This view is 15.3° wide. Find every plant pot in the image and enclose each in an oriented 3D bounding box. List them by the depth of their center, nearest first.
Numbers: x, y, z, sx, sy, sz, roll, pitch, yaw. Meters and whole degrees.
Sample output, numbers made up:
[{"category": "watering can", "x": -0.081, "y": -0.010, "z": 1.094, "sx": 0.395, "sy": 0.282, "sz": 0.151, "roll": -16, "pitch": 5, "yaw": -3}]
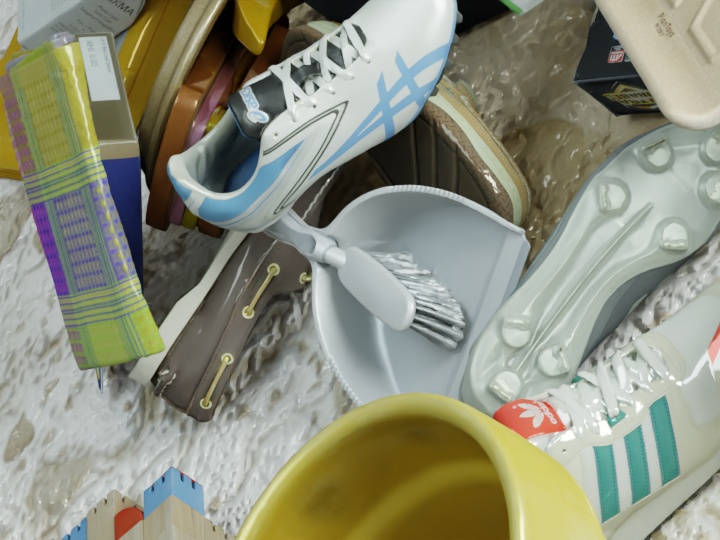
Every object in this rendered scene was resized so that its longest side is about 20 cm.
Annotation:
[{"category": "plant pot", "x": 0.060, "y": 0.184, "z": 1.239, "sx": 0.200, "sy": 0.189, "sz": 0.201, "roll": -29, "pitch": 46, "yaw": 35}]

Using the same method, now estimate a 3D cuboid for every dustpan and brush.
[{"category": "dustpan and brush", "x": 0.000, "y": 0.000, "z": 1.507, "sx": 0.200, "sy": 0.057, "sz": 0.140, "roll": 39, "pitch": 114, "yaw": 51}]

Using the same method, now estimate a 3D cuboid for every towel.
[{"category": "towel", "x": -0.169, "y": -0.042, "z": 1.607, "sx": 0.144, "sy": 0.023, "sz": 0.201, "roll": -13, "pitch": 93, "yaw": 67}]

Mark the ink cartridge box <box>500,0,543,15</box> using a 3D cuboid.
[{"category": "ink cartridge box", "x": 0.085, "y": -0.268, "z": 1.509, "sx": 0.084, "sy": 0.145, "sz": 0.200, "roll": -35, "pitch": 25, "yaw": 46}]

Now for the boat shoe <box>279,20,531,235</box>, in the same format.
[{"category": "boat shoe", "x": 0.041, "y": -0.089, "z": 1.546, "sx": 0.200, "sy": 0.076, "sz": 0.072, "roll": 45, "pitch": 134, "yaw": 33}]

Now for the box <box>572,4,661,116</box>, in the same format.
[{"category": "box", "x": 0.222, "y": -0.183, "z": 1.418, "sx": 0.200, "sy": 0.050, "sz": 0.199, "roll": -3, "pitch": 64, "yaw": 48}]

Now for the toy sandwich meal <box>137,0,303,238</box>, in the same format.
[{"category": "toy sandwich meal", "x": -0.072, "y": -0.116, "z": 1.656, "sx": 0.206, "sy": 0.070, "sz": 0.205, "roll": -61, "pitch": -8, "yaw": -15}]

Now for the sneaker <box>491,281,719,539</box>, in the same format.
[{"category": "sneaker", "x": 0.120, "y": 0.078, "z": 1.320, "sx": 0.200, "sy": 0.093, "sz": 0.070, "roll": -50, "pitch": 38, "yaw": 13}]

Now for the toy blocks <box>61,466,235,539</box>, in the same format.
[{"category": "toy blocks", "x": -0.140, "y": 0.190, "z": 1.559, "sx": 0.200, "sy": 0.100, "sz": 0.137, "roll": -42, "pitch": 29, "yaw": 22}]

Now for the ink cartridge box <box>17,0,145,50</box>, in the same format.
[{"category": "ink cartridge box", "x": -0.153, "y": -0.250, "z": 1.856, "sx": 0.200, "sy": 0.047, "sz": 0.161, "roll": -28, "pitch": 47, "yaw": 29}]

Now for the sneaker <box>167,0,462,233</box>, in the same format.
[{"category": "sneaker", "x": -0.025, "y": -0.095, "z": 1.494, "sx": 0.200, "sy": 0.072, "sz": 0.072, "roll": -42, "pitch": 53, "yaw": 19}]

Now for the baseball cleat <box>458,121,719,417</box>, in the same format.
[{"category": "baseball cleat", "x": 0.116, "y": 0.001, "z": 1.399, "sx": 0.200, "sy": 0.070, "sz": 0.106, "roll": -45, "pitch": 1, "yaw": -13}]

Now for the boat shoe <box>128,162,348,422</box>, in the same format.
[{"category": "boat shoe", "x": -0.060, "y": -0.002, "z": 1.611, "sx": 0.200, "sy": 0.059, "sz": 0.072, "roll": -54, "pitch": 4, "yaw": 4}]

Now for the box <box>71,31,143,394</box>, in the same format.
[{"category": "box", "x": -0.159, "y": -0.034, "z": 1.694, "sx": 0.121, "sy": 0.032, "sz": 0.201, "roll": -108, "pitch": 17, "yaw": -50}]

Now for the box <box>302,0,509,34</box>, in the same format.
[{"category": "box", "x": 0.001, "y": -0.226, "z": 1.575, "sx": 0.122, "sy": 0.200, "sz": 0.106, "roll": -22, "pitch": 51, "yaw": 39}]

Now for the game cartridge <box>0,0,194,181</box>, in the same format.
[{"category": "game cartridge", "x": -0.195, "y": -0.156, "z": 1.894, "sx": 0.176, "sy": 0.032, "sz": 0.201, "roll": 9, "pitch": 71, "yaw": 51}]

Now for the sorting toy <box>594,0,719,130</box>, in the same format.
[{"category": "sorting toy", "x": 0.212, "y": -0.171, "z": 1.341, "sx": 0.200, "sy": 0.036, "sz": 0.185, "roll": -42, "pitch": 30, "yaw": 13}]
